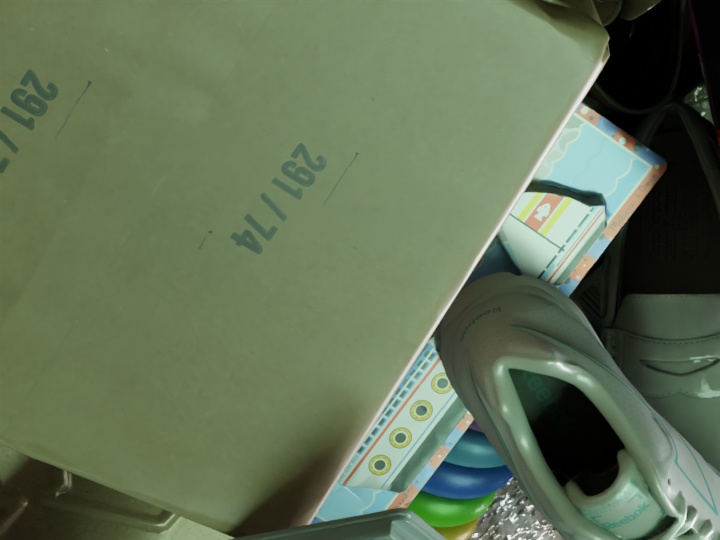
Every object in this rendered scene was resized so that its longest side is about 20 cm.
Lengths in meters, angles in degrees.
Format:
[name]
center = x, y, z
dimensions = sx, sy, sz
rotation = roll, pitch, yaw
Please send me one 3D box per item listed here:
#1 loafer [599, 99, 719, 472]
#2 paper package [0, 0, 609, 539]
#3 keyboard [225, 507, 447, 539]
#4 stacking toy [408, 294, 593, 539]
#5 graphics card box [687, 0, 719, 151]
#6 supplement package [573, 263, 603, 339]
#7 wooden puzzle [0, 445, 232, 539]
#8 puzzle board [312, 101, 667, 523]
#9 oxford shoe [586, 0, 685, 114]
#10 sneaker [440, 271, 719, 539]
[loafer]
center = 0.127, 0.028, 0.857
dimensions = 0.070, 0.201, 0.070
rotation = -5, 160, 10
[paper package]
center = -0.057, -0.044, 0.645
dimensions = 0.190, 0.104, 0.200
rotation = 25, 110, -19
[keyboard]
center = -0.048, 0.106, 0.684
dimensions = 0.200, 0.011, 0.056
rotation = -15, 144, 36
[stacking toy]
center = 0.030, 0.090, 0.910
dimensions = 0.085, 0.085, 0.200
rotation = -8, 133, -35
[graphics card box]
center = 0.164, -0.046, 0.803
dimensions = 0.051, 0.201, 0.126
rotation = -13, 142, 13
[supplement package]
center = 0.164, 0.090, 0.983
dimensions = 0.121, 0.120, 0.200
rotation = -42, 141, 1
[wooden puzzle]
center = -0.113, 0.110, 0.775
dimensions = 0.185, 0.046, 0.201
rotation = -16, 110, -7
[puzzle board]
center = 0.000, 0.000, 0.790
dimensions = 0.150, 0.017, 0.200
rotation = 32, 105, -18
[oxford shoe]
center = 0.087, -0.136, 0.745
dimensions = 0.073, 0.084, 0.200
rotation = -33, 138, -9
[sneaker]
center = 0.102, 0.091, 0.776
dimensions = 0.070, 0.080, 0.200
rotation = -42, 101, 9
